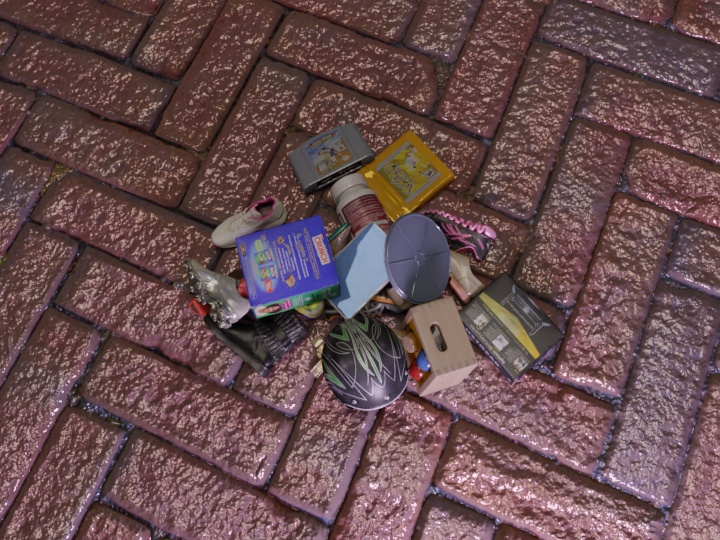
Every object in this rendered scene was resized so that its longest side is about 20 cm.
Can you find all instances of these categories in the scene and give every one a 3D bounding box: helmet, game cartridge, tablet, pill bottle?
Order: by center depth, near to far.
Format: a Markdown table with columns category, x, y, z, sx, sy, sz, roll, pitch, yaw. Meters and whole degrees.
| category | x | y | z | sx | sy | sz | roll | pitch | yaw |
| --- | --- | --- | --- | --- | --- | --- | --- | --- | --- |
| helmet | 0.009 | 0.197 | 1.528 | 0.196 | 0.191 | 0.204 | 1 | 74 | -4 |
| tablet | 0.000 | 0.000 | 1.620 | 0.200 | 0.014 | 0.130 | -44 | 74 | -4 |
| pill bottle | 0.008 | -0.123 | 1.716 | 0.108 | 0.110 | 0.202 | -23 | 71 | -6 |
| game cartridge | 0.105 | -0.231 | 1.793 | 0.199 | 0.033 | 0.177 | -39 | 72 | -12 |
| game cartridge | -0.077 | -0.287 | 1.809 | 0.197 | 0.042 | 0.135 | -27 | 65 | -3 |

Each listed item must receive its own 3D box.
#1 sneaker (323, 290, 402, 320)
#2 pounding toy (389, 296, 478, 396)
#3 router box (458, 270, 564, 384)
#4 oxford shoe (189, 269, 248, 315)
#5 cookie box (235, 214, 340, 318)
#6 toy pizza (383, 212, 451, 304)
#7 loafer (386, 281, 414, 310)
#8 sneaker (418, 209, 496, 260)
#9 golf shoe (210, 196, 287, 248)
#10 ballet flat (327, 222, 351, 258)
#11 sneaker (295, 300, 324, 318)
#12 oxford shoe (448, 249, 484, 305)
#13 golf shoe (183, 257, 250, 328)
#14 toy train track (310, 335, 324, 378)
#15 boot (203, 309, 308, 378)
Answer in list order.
| category | x | y | z | sx | sy | sz | roll | pitch | yaw |
| --- | --- | --- | --- | --- | --- | --- | --- | --- | --- |
| sneaker | 0.005 | 0.082 | 1.669 | 0.196 | 0.078 | 0.079 | 6 | 99 | -1 |
| pounding toy | 0.136 | 0.158 | 1.582 | 0.140 | 0.185 | 0.203 | -14 | 69 | -15 |
| router box | 0.336 | 0.129 | 1.636 | 0.156 | 0.052 | 0.201 | -38 | 72 | -10 |
| oxford shoe | -0.310 | 0.046 | 1.706 | 0.197 | 0.072 | 0.073 | -20 | 36 | 3 |
| cookie box | -0.158 | -0.008 | 1.588 | 0.196 | 0.075 | 0.174 | -15 | 69 | -5 |
| toy pizza | 0.123 | -0.026 | 1.596 | 0.197 | 0.031 | 0.205 | 6 | 80 | -37 |
| loafer | 0.104 | -0.004 | 1.655 | 0.068 | 0.075 | 0.202 | 38 | 40 | -27 |
| sneaker | 0.218 | -0.082 | 1.717 | 0.197 | 0.079 | 0.097 | 19 | 88 | 13 |
| golf shoe | -0.276 | -0.122 | 1.743 | 0.198 | 0.092 | 0.076 | -28 | 72 | -6 |
| ballet flat | -0.081 | -0.032 | 1.690 | 0.199 | 0.068 | 0.067 | -37 | 101 | 20 |
| sneaker | -0.166 | 0.046 | 1.664 | 0.200 | 0.105 | 0.076 | 43 | 74 | 15 |
| oxford shoe | 0.213 | -0.020 | 1.688 | 0.073 | 0.071 | 0.202 | -33 | 82 | -3 |
| golf shoe | -0.324 | 0.038 | 1.636 | 0.096 | 0.079 | 0.200 | -29 | 66 | -29 |
| toy train track | -0.039 | 0.222 | 1.633 | 0.115 | 0.033 | 0.200 | -43 | 74 | -12 |
| boot | -0.239 | 0.124 | 1.653 | 0.210 | 0.079 | 0.159 | 38 | 82 | 4 |
